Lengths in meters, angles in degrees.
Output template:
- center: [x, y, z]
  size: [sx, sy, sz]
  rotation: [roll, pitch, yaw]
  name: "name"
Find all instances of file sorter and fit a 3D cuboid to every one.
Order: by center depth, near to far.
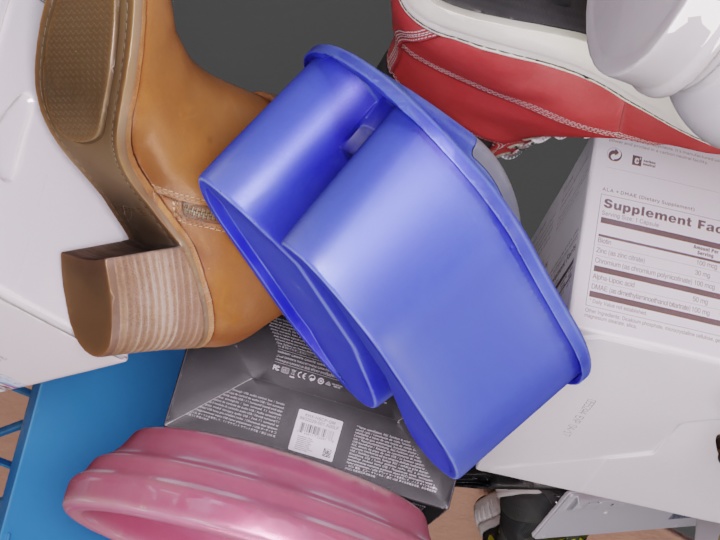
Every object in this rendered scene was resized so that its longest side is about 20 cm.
- center: [-0.155, 0.114, 1.300]
  size: [0.138, 0.201, 0.122]
  rotation: [24, 156, -27]
  name: "file sorter"

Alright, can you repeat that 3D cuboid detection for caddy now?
- center: [0.023, -0.009, 0.950]
  size: [0.141, 0.105, 0.200]
  rotation: [39, 167, 44]
  name: "caddy"

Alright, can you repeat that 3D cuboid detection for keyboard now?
- center: [0.200, 0.141, 1.344]
  size: [0.199, 0.011, 0.056]
  rotation: [-1, 152, -24]
  name: "keyboard"

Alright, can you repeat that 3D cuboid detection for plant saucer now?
- center: [-0.046, 0.124, 1.102]
  size: [0.199, 0.051, 0.201]
  rotation: [16, 167, 4]
  name: "plant saucer"

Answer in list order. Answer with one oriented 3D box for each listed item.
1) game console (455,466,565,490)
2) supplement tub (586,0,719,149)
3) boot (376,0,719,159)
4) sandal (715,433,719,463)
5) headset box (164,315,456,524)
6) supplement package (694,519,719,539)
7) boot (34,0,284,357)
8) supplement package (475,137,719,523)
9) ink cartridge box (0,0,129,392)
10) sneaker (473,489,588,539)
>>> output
- center: [0.063, 0.067, 1.322]
  size: [0.199, 0.120, 0.172]
  rotation: [-1, -176, 25]
  name: "game console"
- center: [0.192, -0.095, 0.773]
  size: [0.199, 0.145, 0.144]
  rotation: [17, 155, -14]
  name: "supplement tub"
- center: [0.105, -0.074, 0.947]
  size: [0.199, 0.073, 0.144]
  rotation: [19, 156, 2]
  name: "boot"
- center: [0.229, 0.119, 1.057]
  size: [0.081, 0.055, 0.200]
  rotation: [-7, 153, 24]
  name: "sandal"
- center: [-0.026, 0.084, 1.188]
  size: [0.148, 0.078, 0.200]
  rotation: [17, 168, -1]
  name: "headset box"
- center: [0.285, 0.174, 1.239]
  size: [0.150, 0.201, 0.152]
  rotation: [21, 153, -21]
  name: "supplement package"
- center: [-0.059, -0.065, 1.000]
  size: [0.155, 0.201, 0.076]
  rotation: [-13, -166, -36]
  name: "boot"
- center: [0.158, 0.033, 1.098]
  size: [0.155, 0.112, 0.200]
  rotation: [13, 156, -5]
  name: "supplement package"
- center: [-0.210, -0.033, 1.066]
  size: [0.199, 0.148, 0.146]
  rotation: [-14, 146, 43]
  name: "ink cartridge box"
- center: [0.119, 0.175, 1.420]
  size: [0.074, 0.085, 0.200]
  rotation: [-3, 166, -5]
  name: "sneaker"
